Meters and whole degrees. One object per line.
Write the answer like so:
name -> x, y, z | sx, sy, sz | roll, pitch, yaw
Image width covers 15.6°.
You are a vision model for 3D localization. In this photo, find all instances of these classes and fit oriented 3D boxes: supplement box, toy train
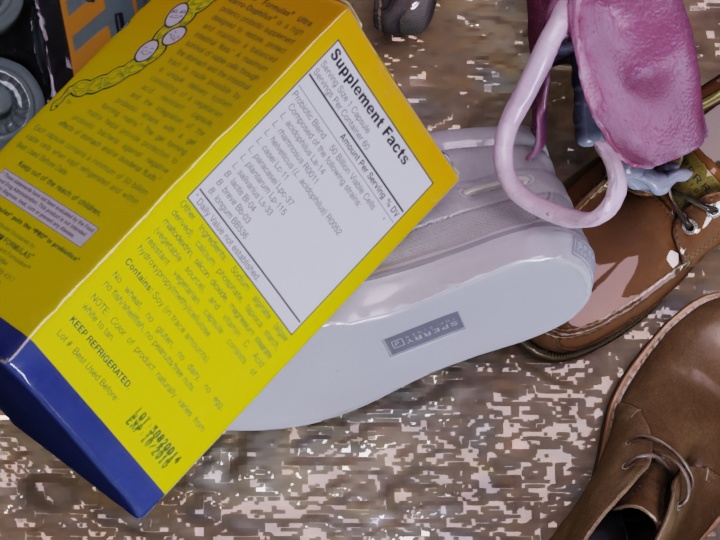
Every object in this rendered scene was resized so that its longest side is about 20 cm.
supplement box -> -0.076, -0.019, 1.083 | 0.200, 0.109, 0.109 | -46, 131, -13
toy train -> -0.143, -0.117, 1.154 | 0.113, 0.085, 0.201 | -8, 78, -21

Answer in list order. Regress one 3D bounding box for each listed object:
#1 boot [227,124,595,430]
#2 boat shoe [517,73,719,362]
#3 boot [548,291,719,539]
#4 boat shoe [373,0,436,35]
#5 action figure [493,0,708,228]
boot -> 0.000, 0.000, 1.162 | 0.199, 0.074, 0.096 | -16, 48, 1
boat shoe -> 0.143, -0.040, 1.185 | 0.072, 0.068, 0.200 | 45, 75, 1
boot -> 0.133, 0.092, 1.150 | 0.073, 0.075, 0.201 | 32, 73, 1
boat shoe -> 0.000, -0.199, 1.206 | 0.073, 0.075, 0.201 | -4, 69, 0
action figure -> 0.094, -0.140, 1.115 | 0.149, 0.133, 0.201 | -32, 128, -42
